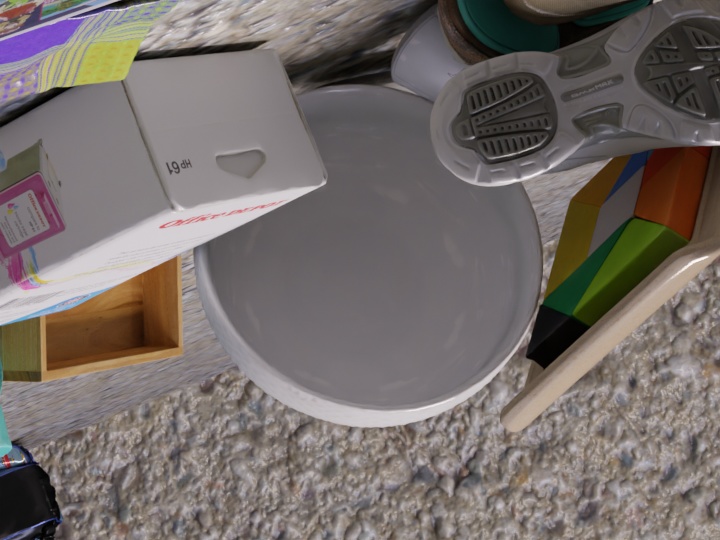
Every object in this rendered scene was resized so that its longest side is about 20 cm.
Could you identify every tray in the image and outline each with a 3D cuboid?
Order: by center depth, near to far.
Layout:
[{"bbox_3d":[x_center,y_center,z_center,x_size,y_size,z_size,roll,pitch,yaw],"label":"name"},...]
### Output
[{"bbox_3d":[-0.175,0.014,1.685,0.037,0.099,0.200,0,-177,21],"label":"tray"}]

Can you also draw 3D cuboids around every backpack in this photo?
[{"bbox_3d":[-0.471,0.308,3.295,0.182,0.135,0.200,-21,174,-4],"label":"backpack"}]

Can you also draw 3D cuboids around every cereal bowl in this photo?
[{"bbox_3d":[0.000,0.000,1.480,0.199,0.201,0.083,-20,162,-17],"label":"cereal bowl"}]

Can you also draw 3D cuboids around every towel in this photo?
[{"bbox_3d":[-0.170,-0.087,1.125,0.199,0.023,0.144,-18,173,-28],"label":"towel"}]

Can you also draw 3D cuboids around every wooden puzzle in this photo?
[{"bbox_3d":[0.147,-0.025,1.393,0.185,0.037,0.200,-47,-168,43],"label":"wooden puzzle"}]

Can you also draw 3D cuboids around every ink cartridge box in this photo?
[{"bbox_3d":[-0.140,-0.040,1.370,0.200,0.085,0.144,-23,175,33],"label":"ink cartridge box"}]

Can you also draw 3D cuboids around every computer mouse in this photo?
[{"bbox_3d":[0.095,-0.119,1.510,0.200,0.044,0.110,-6,140,-48],"label":"computer mouse"}]

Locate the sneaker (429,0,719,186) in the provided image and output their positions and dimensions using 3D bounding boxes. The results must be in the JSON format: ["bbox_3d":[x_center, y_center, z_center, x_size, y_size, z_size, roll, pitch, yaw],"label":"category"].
[{"bbox_3d":[0.133,-0.092,1.333,0.199,0.078,0.099,-9,180,1],"label":"sneaker"}]

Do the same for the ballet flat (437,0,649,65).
[{"bbox_3d":[0.085,-0.137,1.403,0.067,0.068,0.200,-17,177,37],"label":"ballet flat"}]

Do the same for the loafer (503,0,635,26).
[{"bbox_3d":[0.153,-0.169,1.273,0.199,0.076,0.067,-23,180,21],"label":"loafer"}]

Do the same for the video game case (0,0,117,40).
[{"bbox_3d":[-0.068,-0.142,0.978,0.199,0.023,0.182,-21,175,-13],"label":"video game case"}]

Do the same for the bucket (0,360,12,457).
[{"bbox_3d":[-0.314,0.074,1.565,0.206,0.135,0.207,-21,175,-2],"label":"bucket"}]

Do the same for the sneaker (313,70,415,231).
[{"bbox_3d":[0.058,-0.071,1.604,0.199,0.116,0.074,-14,-169,-36],"label":"sneaker"}]
